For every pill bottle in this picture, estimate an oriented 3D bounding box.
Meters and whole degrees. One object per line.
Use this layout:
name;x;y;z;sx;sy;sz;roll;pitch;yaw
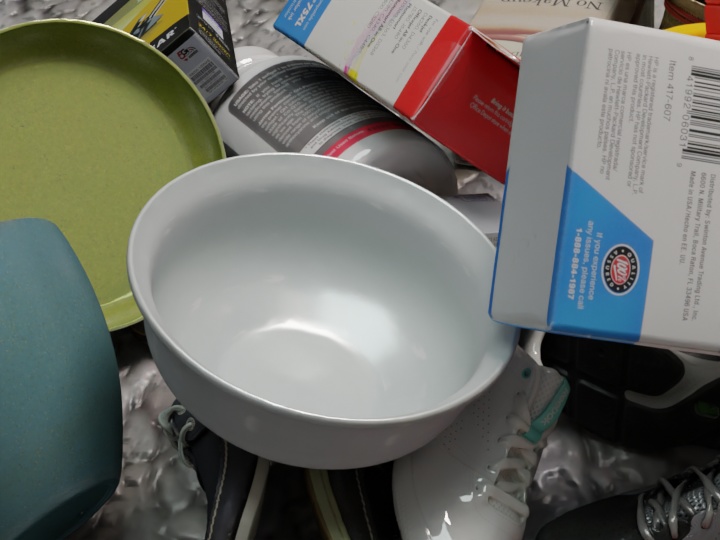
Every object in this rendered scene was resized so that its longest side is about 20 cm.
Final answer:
pill bottle;-0.033;-0.075;1.128;0.111;0.111;0.200;-26;40;-21

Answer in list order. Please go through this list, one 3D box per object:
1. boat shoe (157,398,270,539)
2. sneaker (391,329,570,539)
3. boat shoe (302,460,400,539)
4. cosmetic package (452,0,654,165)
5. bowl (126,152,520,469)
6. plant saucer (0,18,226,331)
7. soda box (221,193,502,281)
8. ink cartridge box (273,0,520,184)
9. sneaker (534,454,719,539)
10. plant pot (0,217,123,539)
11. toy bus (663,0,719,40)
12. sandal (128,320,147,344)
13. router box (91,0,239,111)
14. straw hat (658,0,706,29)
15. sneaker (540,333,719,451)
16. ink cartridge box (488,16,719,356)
boat shoe;-0.082;0.093;0.940;0.063;0.073;0.200;11;28;-8
sneaker;0.071;0.086;0.885;0.088;0.075;0.200;-26;40;28
boat shoe;0.003;0.100;0.919;0.065;0.073;0.200;-16;37;1
cosmetic package;0.139;-0.161;1.221;0.103;0.087;0.200;7;40;20
bowl;-0.024;0.034;0.871;0.200;0.091;0.201;8;40;-7
plant saucer;-0.183;-0.056;1.063;0.200;0.200;0.031;-26;-2;-20
soda box;0.000;0.000;1.004;0.199;0.068;0.064;-4;25;-24
ink cartridge box;0.049;-0.119;1.057;0.067;0.116;0.200;-56;44;6
sneaker;0.180;0.098;0.844;0.199;0.116;0.075;-9;37;0
plant pot;-0.205;0.087;0.915;0.200;0.200;0.135;-33;77;-27
toy bus;0.218;-0.091;0.985;0.135;0.193;0.200;-8;9;-20
sandal;-0.147;-0.023;1.132;0.081;0.055;0.200;-17;37;-10
router box;-0.178;-0.120;1.186;0.200;0.052;0.157;-38;28;13
straw hat;0.255;-0.160;1.188;0.200;0.085;0.201;15;28;-8
sneaker;0.194;0.048;0.963;0.200;0.076;0.115;16;31;28
ink cartridge box;0.176;-0.032;0.831;0.199;0.146;0.084;8;-2;-17
